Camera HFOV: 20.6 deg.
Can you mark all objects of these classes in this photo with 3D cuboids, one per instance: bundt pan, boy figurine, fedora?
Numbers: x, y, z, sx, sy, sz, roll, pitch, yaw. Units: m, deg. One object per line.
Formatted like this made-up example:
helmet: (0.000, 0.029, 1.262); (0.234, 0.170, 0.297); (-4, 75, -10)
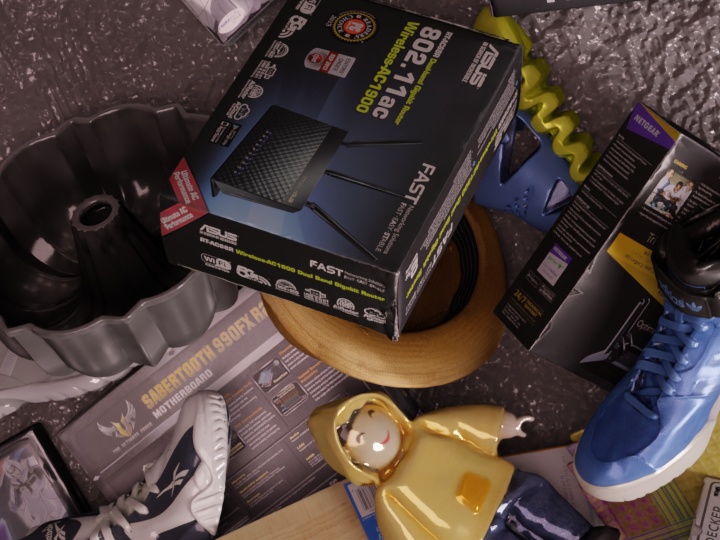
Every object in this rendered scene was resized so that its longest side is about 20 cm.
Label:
bundt pan: (-0.156, -0.012, 1.252); (0.201, 0.202, 0.076); (-13, 135, 8)
boy figurine: (0.061, 0.131, 1.216); (0.200, 0.064, 0.125); (35, 75, -1)
fedora: (0.000, 0.000, 1.251); (0.201, 0.201, 0.082); (48, 137, -2)

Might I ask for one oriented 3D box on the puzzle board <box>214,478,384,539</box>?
puzzle board: (0.005, 0.206, 1.228); (0.199, 0.017, 0.151); (-24, 79, -14)

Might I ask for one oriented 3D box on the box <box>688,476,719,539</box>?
box: (0.209, 0.241, 1.198); (0.060, 0.117, 0.201); (14, 121, 11)

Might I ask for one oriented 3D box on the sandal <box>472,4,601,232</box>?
sandal: (0.108, -0.065, 1.263); (0.087, 0.079, 0.200); (-33, 86, 14)

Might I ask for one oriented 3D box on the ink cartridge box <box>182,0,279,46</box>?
ink cartridge box: (-0.116, -0.251, 1.274); (0.099, 0.039, 0.200); (-42, 92, 11)

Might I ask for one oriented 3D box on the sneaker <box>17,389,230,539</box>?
sneaker: (-0.157, 0.164, 1.272); (0.129, 0.080, 0.200); (11, 111, -4)

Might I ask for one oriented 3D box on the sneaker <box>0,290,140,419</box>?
sneaker: (-0.207, 0.044, 1.310); (0.199, 0.075, 0.082); (-19, 98, 10)

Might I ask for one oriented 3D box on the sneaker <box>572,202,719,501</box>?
sneaker: (0.184, 0.035, 1.140); (0.200, 0.077, 0.111); (-42, 133, -4)

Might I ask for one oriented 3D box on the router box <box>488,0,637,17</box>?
router box: (0.170, -0.242, 1.208); (0.199, 0.051, 0.150); (-5, 76, 9)

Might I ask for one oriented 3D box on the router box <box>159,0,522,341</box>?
router box: (-0.008, -0.070, 1.164); (0.149, 0.200, 0.062); (18, 144, 15)

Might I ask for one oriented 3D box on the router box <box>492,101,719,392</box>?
router box: (0.203, 0.009, 1.219); (0.200, 0.052, 0.157); (27, 103, -35)

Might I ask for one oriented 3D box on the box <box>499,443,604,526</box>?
box: (0.078, 0.183, 1.273); (0.199, 0.041, 0.120); (-9, 77, -8)

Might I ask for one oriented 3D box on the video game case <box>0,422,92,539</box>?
video game case: (-0.262, 0.231, 1.372); (0.200, 0.026, 0.181); (-29, 94, 10)

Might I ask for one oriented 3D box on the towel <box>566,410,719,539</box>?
towel: (0.232, 0.161, 1.227); (0.143, 0.023, 0.200); (-26, 107, 28)

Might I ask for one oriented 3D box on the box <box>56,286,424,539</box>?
box: (-0.077, 0.107, 1.319); (0.200, 0.048, 0.159); (-39, 93, 10)
